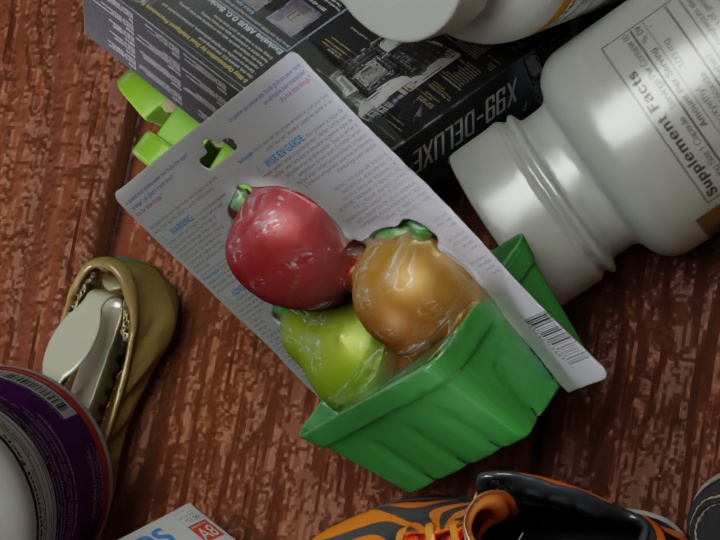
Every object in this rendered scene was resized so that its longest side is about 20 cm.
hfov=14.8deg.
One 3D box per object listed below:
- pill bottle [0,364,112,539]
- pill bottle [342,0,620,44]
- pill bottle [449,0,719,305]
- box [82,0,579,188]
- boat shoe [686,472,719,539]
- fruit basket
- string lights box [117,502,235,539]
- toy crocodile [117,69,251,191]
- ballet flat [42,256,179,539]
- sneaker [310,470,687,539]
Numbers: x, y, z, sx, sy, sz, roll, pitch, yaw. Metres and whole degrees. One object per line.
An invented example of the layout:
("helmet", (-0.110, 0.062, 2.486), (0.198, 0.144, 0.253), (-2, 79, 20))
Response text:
("pill bottle", (-0.188, 0.109, 1.259), (0.112, 0.200, 0.113), (1, 95, 10))
("pill bottle", (0.079, -0.169, 1.297), (0.112, 0.200, 0.113), (19, 119, 37))
("pill bottle", (0.147, -0.073, 1.294), (0.200, 0.114, 0.115), (-35, 64, 8))
("box", (-0.016, -0.121, 1.371), (0.200, 0.050, 0.158), (37, 58, 27))
("boat shoe", (0.223, 0.138, 1.206), (0.199, 0.063, 0.073), (21, 115, 30))
("fruit basket", (0.000, 0.000, 1.264), (0.200, 0.185, 0.094), (49, 55, -6))
("string lights box", (-0.046, 0.201, 1.272), (0.200, 0.103, 0.059), (36, 123, 22))
("toy crocodile", (-0.047, -0.051, 1.401), (0.200, 0.062, 0.068), (34, 87, 23))
("ballet flat", (-0.153, 0.084, 1.389), (0.068, 0.063, 0.201), (13, 78, 28))
("sneaker", (0.048, 0.126, 1.268), (0.199, 0.112, 0.078), (-8, 69, 20))
